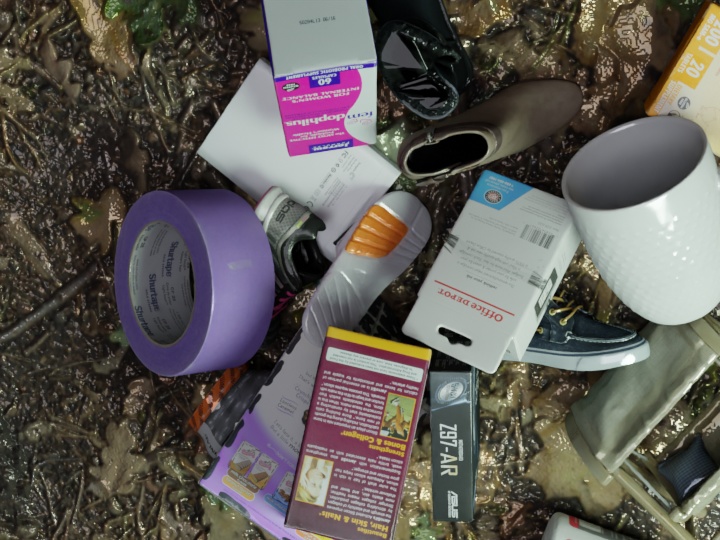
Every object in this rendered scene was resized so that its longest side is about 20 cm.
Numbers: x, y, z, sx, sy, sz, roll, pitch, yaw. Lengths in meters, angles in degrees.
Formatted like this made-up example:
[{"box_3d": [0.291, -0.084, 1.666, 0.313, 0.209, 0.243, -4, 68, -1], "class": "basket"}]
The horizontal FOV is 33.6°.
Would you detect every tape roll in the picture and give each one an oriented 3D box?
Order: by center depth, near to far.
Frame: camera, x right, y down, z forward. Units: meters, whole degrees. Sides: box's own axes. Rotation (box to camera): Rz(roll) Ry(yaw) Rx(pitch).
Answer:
[{"box_3d": [-0.185, 0.012, 1.311, 0.199, 0.084, 0.203, 6, 98, 49], "class": "tape roll"}]

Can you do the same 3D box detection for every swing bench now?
[{"box_3d": [0.351, 0.159, 1.266, 0.199, 0.130, 0.200, 37, 109, 1], "class": "swing bench"}]

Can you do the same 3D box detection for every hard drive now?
[{"box_3d": [-0.069, -0.122, 1.336, 0.199, 0.027, 0.132, 38, 109, 0], "class": "hard drive"}]

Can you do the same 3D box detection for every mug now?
[{"box_3d": [0.319, -0.044, 1.179, 0.198, 0.149, 0.176, -13, 126, 26], "class": "mug"}]

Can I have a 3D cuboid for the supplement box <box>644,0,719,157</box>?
[{"box_3d": [0.402, -0.167, 1.199, 0.198, 0.074, 0.127, 30, 109, 3], "class": "supplement box"}]

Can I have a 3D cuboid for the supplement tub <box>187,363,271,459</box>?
[{"box_3d": [-0.093, 0.200, 1.374, 0.199, 0.123, 0.123, 37, 109, 0], "class": "supplement tub"}]

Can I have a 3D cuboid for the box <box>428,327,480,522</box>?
[{"box_3d": [0.103, 0.151, 1.278, 0.043, 0.200, 0.163, 0, 104, 8], "class": "box"}]

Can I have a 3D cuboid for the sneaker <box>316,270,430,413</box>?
[{"box_3d": [0.008, 0.091, 1.353, 0.079, 0.077, 0.201, -32, 95, 29], "class": "sneaker"}]

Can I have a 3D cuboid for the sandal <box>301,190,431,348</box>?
[{"box_3d": [-0.005, -0.006, 1.303, 0.079, 0.059, 0.207, 48, 68, -21], "class": "sandal"}]

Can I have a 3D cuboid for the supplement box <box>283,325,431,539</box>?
[{"box_3d": [-0.003, 0.168, 1.201, 0.109, 0.086, 0.203, 13, 83, 0], "class": "supplement box"}]

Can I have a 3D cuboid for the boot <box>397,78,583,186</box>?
[{"box_3d": [0.133, -0.140, 1.225, 0.198, 0.146, 0.071, -22, 97, 16], "class": "boot"}]

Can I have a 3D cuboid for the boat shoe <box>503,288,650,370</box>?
[{"box_3d": [0.209, 0.051, 1.272, 0.198, 0.070, 0.092, 2, 104, 37], "class": "boat shoe"}]

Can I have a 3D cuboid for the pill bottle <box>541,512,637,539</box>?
[{"box_3d": [0.295, 0.356, 1.338, 0.197, 0.111, 0.112, 19, 107, 7], "class": "pill bottle"}]

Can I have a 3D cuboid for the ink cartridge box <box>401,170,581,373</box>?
[{"box_3d": [0.138, 0.010, 1.241, 0.115, 0.067, 0.202, 23, 74, 23], "class": "ink cartridge box"}]

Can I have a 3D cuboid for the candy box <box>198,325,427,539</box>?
[{"box_3d": [-0.051, 0.191, 1.282, 0.167, 0.072, 0.201, 34, 76, 0], "class": "candy box"}]

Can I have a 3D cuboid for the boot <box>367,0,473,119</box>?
[{"box_3d": [0.046, -0.252, 1.204, 0.076, 0.168, 0.202, -29, 96, 17], "class": "boot"}]

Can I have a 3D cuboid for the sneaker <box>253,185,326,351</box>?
[{"box_3d": [-0.086, 0.011, 1.334, 0.086, 0.074, 0.202, 22, 117, 18], "class": "sneaker"}]

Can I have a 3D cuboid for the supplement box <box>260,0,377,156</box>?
[{"box_3d": [-0.038, -0.203, 1.199, 0.100, 0.200, 0.105, -9, 75, -1], "class": "supplement box"}]
